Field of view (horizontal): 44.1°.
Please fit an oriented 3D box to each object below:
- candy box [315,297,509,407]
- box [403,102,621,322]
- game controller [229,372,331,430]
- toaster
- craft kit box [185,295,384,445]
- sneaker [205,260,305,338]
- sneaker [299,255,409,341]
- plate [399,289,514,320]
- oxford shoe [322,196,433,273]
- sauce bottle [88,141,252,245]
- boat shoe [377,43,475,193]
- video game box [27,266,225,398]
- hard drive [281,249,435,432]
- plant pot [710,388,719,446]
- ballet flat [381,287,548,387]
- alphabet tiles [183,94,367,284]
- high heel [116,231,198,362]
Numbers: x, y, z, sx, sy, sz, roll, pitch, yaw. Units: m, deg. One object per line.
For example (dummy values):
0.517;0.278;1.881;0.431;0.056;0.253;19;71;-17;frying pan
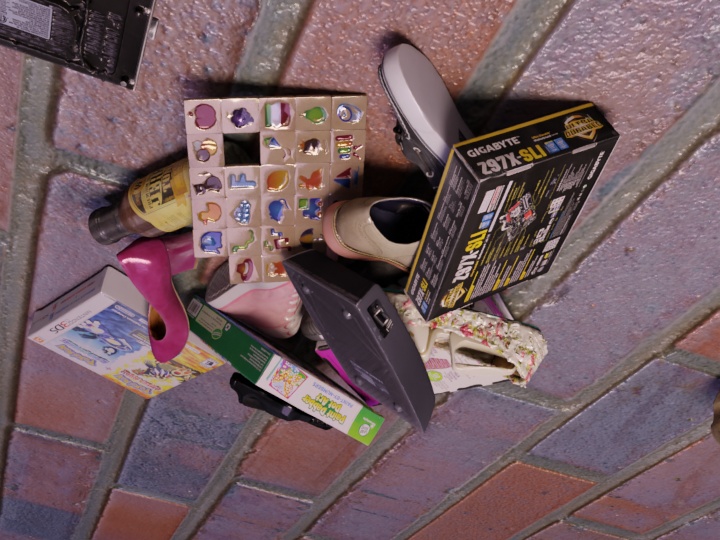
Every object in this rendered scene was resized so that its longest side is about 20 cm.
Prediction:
0.067;0.085;1.028;0.198;0.061;0.137;-14;137;27;candy box
0.135;-0.050;0.823;0.158;0.050;0.201;-19;148;-24;box
-0.093;0.167;1.130;0.103;0.043;0.200;16;171;17;game controller
-0.226;-0.246;0.633;0.198;0.120;0.181;16;142;-13;toaster
-0.096;0.118;1.066;0.197;0.049;0.199;33;177;-39;craft kit box
-0.083;0.017;1.003;0.104;0.076;0.199;35;144;-26;sneaker
0.000;0.000;0.962;0.199;0.067;0.091;-33;120;20;sneaker
0.091;0.062;1.072;0.198;0.033;0.200;-13;139;26;plate
0.062;-0.034;0.867;0.198;0.072;0.074;1;172;-36;oxford shoe
-0.199;-0.071;0.913;0.199;0.065;0.065;-19;137;29;sauce bottle
0.062;-0.119;0.802;0.056;0.069;0.200;-14;141;27;boat shoe
-0.303;0.088;1.166;0.181;0.047;0.199;-24;134;39;video game box
0.005;0.068;0.896;0.134;0.042;0.201;28;154;44;hard drive
0.536;0.200;1.070;0.183;0.202;0.200;32;139;-14;plant pot
0.089;0.068;0.898;0.198;0.064;0.076;13;153;11;ballet flat
-0.079;-0.073;0.852;0.165;0.008;0.202;-3;125;-9;alphabet tiles
-0.243;0.041;1.016;0.095;0.068;0.201;-15;146;-36;high heel
